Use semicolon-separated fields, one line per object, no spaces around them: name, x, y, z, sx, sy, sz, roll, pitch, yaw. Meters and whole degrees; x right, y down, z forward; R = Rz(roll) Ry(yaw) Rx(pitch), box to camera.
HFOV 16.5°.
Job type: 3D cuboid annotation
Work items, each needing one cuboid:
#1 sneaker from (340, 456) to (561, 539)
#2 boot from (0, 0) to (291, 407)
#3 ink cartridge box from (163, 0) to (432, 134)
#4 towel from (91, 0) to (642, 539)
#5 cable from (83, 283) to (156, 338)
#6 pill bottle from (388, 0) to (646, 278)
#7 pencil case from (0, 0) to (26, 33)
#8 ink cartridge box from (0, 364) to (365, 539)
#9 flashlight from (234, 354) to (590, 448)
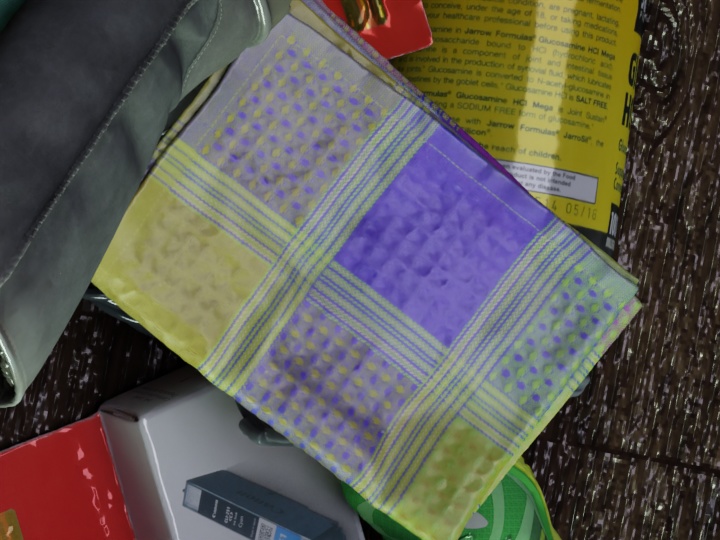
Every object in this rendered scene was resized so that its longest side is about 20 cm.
sneaker;0.055;0.139;1.107;0.200;0.074;0.084;50;34;-42
boot;-0.113;-0.080;0.857;0.200;0.073;0.182;-50;130;-27
ink cartridge box;-0.085;-0.135;0.980;0.200;0.047;0.160;-17;93;-5
towel;0.000;0.000;0.976;0.200;0.023;0.144;41;83;-10
cable;-0.059;-0.047;1.069;0.200;0.051;0.163;-43;120;-27
pill bottle;0.063;-0.093;1.059;0.112;0.112;0.200;10;87;-33
pencil case;-0.157;-0.092;0.911;0.088;0.088;0.200;7;89;-33
ink cartridge box;-0.077;0.151;1.073;0.176;0.045;0.200;-23;107;-30
flashlight;0.028;0.041;1.082;0.200;0.068;0.068;1;86;-50
